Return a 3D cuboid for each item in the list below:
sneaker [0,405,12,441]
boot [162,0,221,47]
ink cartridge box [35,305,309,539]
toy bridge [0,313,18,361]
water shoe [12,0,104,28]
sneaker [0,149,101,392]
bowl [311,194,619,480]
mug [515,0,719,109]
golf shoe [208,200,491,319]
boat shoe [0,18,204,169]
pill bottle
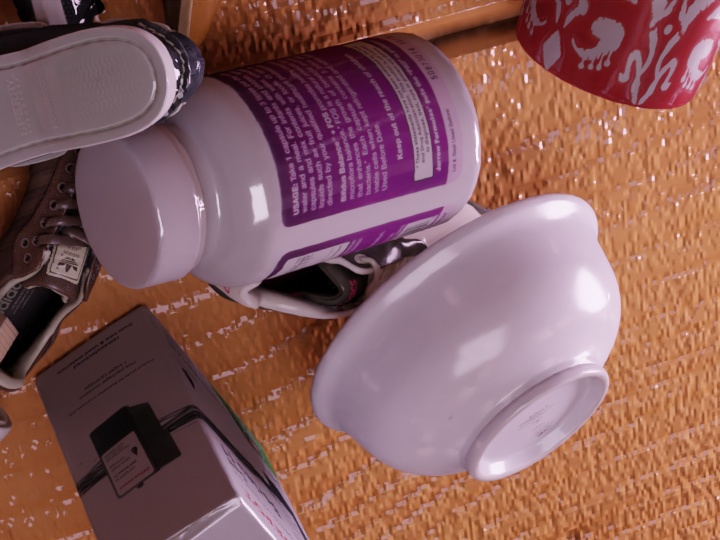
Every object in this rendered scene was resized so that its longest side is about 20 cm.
[{"bbox_3d":[-0.285,0.077,1.141,0.200,0.074,0.116,26,106,-46],"label":"sneaker"},{"bbox_3d":[-0.023,-0.200,1.072,0.144,0.071,0.201,2,114,-20],"label":"boot"},{"bbox_3d":[-0.093,0.135,1.173,0.083,0.200,0.147,-35,127,1],"label":"ink cartridge box"},{"bbox_3d":[-0.228,0.000,1.017,0.067,0.027,0.200,-62,152,-25],"label":"toy bridge"},{"bbox_3d":[-0.142,-0.183,1.036,0.079,0.072,0.200,-18,126,-13],"label":"water shoe"},{"bbox_3d":[-0.154,-0.022,1.129,0.070,0.076,0.200,18,113,-30],"label":"sneaker"},{"bbox_3d":[0.078,0.057,1.201,0.201,0.090,0.201,-29,154,-15],"label":"bowl"},{"bbox_3d":[0.186,-0.195,1.128,0.177,0.133,0.200,7,120,-24],"label":"mug"},{"bbox_3d":[0.000,0.000,1.199,0.200,0.088,0.077,-1,119,-23],"label":"golf shoe"},{"bbox_3d":[-0.172,-0.082,1.021,0.200,0.060,0.076,-1,100,19],"label":"boat shoe"},{"bbox_3d":[-0.044,-0.055,1.099,0.200,0.112,0.112,-17,127,-34],"label":"pill bottle"}]
